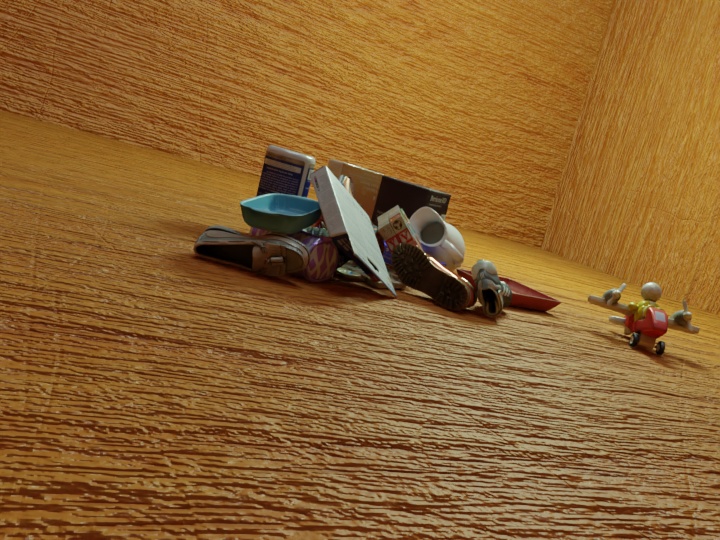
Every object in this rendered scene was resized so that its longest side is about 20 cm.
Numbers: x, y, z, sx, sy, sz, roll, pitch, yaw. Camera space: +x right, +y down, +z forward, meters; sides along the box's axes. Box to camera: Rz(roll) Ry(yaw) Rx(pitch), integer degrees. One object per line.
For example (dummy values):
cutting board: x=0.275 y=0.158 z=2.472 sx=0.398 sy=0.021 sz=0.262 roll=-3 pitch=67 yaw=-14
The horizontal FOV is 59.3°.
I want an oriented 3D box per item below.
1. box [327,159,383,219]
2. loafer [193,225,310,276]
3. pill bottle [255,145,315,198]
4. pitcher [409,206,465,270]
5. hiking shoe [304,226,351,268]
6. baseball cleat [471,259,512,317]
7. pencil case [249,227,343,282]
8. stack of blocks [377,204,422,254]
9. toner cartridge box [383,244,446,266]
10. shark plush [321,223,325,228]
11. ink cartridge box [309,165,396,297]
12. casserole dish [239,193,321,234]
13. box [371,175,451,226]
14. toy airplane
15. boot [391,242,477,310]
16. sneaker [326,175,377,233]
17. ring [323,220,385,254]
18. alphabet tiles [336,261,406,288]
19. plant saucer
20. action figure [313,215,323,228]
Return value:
box: x=-0.035 y=-0.219 z=1.937 sx=0.149 sy=0.206 sz=0.106 roll=9 pitch=9 yaw=-30
loafer: x=-0.182 y=-0.025 z=1.050 sx=0.194 sy=0.074 sz=0.063 roll=11 pitch=26 yaw=12
pill bottle: x=-0.176 y=-0.167 z=1.420 sx=0.113 sy=0.206 sz=0.116 roll=15 pitch=8 yaw=-2
pitcher: x=0.215 y=-0.054 z=1.615 sx=0.172 sy=0.121 sz=0.200 roll=50 pitch=3 yaw=29
hiking shoe: x=-0.098 y=-0.053 z=1.273 sx=0.198 sy=0.077 sz=0.099 roll=35 pitch=27 yaw=34
baseball cleat: x=0.271 y=0.059 z=1.306 sx=0.068 sy=0.109 sz=0.200 roll=-16 pitch=-32 yaw=23
pencil case: x=-0.125 y=-0.045 z=1.164 sx=0.083 sy=0.088 sz=0.197 roll=-12 pitch=25 yaw=-44
stack of blocks: x=0.089 y=-0.082 z=1.429 sx=0.058 sy=0.117 sz=0.201 roll=-28 pitch=14 yaw=9
toner cartridge box: x=0.109 y=-0.029 z=1.583 sx=0.198 sy=0.044 sz=0.094 roll=25 pitch=12 yaw=41
shark plush: x=-0.074 y=-0.128 z=1.715 sx=0.089 sy=0.086 sz=0.198 roll=22 pitch=11 yaw=34
ink cartridge box: x=-0.012 y=-0.061 z=1.164 sx=0.196 sy=0.042 sz=0.204 roll=45 pitch=24 yaw=-55
casserole dish: x=-0.137 y=-0.101 z=1.121 sx=0.118 sy=0.040 sz=0.200 roll=13 pitch=17 yaw=12
box: x=0.137 y=-0.145 z=1.810 sx=0.161 sy=0.206 sz=0.165 roll=20 pitch=11 yaw=28
toy airplane: x=0.652 y=0.097 z=1.454 sx=0.196 sy=0.145 sz=0.198 roll=8 pitch=12 yaw=-38
boot: x=0.151 y=0.015 z=1.289 sx=0.199 sy=0.076 sz=0.106 roll=39 pitch=16 yaw=26
sneaker: x=-0.015 y=-0.109 z=1.371 sx=0.109 sy=0.205 sz=0.078 roll=8 pitch=-26 yaw=-3
ring: x=-0.027 y=-0.096 z=1.504 sx=0.198 sy=0.019 sz=0.202 roll=32 pitch=-24 yaw=16
alphabet tiles: x=0.000 y=0.000 z=1.325 sx=0.193 sy=0.015 sz=0.198 roll=2 pitch=16 yaw=-47
plant saucer: x=0.359 y=0.051 z=1.559 sx=0.196 sy=0.038 sz=0.199 roll=11 pitch=11 yaw=-32
action figure: x=-0.066 y=-0.090 z=1.440 sx=0.195 sy=0.102 sz=0.065 roll=7 pitch=4 yaw=25
